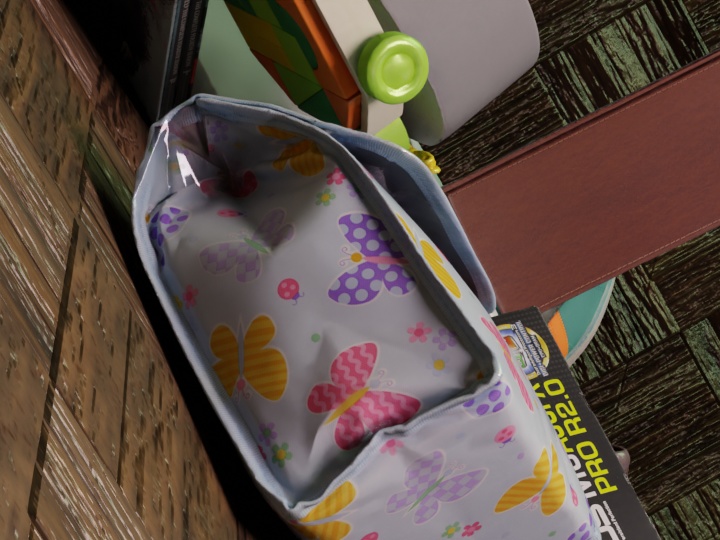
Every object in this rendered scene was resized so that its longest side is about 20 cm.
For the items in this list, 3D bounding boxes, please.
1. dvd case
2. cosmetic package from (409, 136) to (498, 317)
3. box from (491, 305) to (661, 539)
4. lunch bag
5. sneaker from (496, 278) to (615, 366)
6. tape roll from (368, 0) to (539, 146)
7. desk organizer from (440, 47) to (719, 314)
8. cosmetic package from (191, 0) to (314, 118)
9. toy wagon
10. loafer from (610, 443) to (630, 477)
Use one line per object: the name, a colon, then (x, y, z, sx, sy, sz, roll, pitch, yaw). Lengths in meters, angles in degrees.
dvd case: (-0.111, -0.174, 1.330, 0.147, 0.022, 0.200, 63, -20, 19)
cosmetic package: (0.000, 0.000, 1.415, 0.081, 0.112, 0.200, 59, 3, -17)
box: (0.076, 0.140, 1.275, 0.201, 0.044, 0.161, 101, -30, -51)
lunch bag: (-0.002, 0.029, 1.148, 0.200, 0.127, 0.170, 56, 0, 35)
sneaker: (0.069, 0.036, 1.457, 0.071, 0.201, 0.080, 32, -7, 16)
tape roll: (0.000, -0.159, 1.392, 0.200, 0.066, 0.200, 48, -11, 12)
desk organizer: (0.146, -0.047, 1.383, 0.077, 0.199, 0.072, 64, 5, 7)
cosmetic package: (-0.091, -0.139, 1.443, 0.201, 0.050, 0.083, 62, -23, 4)
toy wagon: (-0.023, -0.117, 1.310, 0.155, 0.039, 0.201, 34, -25, 59)
loafer: (0.069, 0.076, 1.529, 0.200, 0.063, 0.072, 36, 28, 29)
